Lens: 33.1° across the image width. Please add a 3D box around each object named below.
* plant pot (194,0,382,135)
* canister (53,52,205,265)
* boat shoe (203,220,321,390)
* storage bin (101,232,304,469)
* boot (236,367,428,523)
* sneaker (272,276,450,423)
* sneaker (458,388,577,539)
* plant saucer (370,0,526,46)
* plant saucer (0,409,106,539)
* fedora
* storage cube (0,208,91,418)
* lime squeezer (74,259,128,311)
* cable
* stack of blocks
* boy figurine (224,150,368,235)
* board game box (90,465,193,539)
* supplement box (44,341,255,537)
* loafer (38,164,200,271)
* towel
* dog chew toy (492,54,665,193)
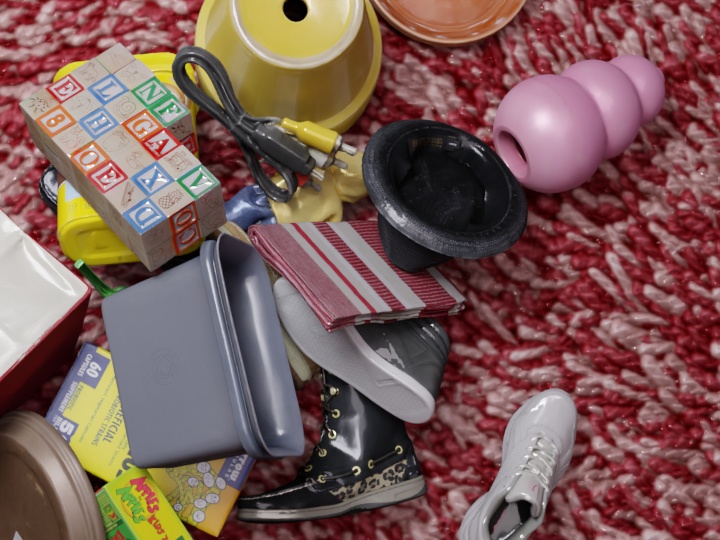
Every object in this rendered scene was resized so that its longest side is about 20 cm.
[{"bbox_3d":[-0.070,-0.238,1.220,0.198,0.189,0.203,1,83,-6],"label":"plant pot"},{"bbox_3d":[-0.227,-0.110,1.192,0.147,0.087,0.201,-7,55,-5],"label":"canister"},{"bbox_3d":[-0.089,0.023,1.222,0.076,0.071,0.201,-41,125,-24],"label":"boat shoe"},{"bbox_3d":[-0.144,0.086,1.102,0.133,0.145,0.202,-16,78,13],"label":"storage bin"},{"bbox_3d":[-0.037,0.170,1.224,0.202,0.073,0.155,-6,82,-22],"label":"boot"},{"bbox_3d":[0.006,0.056,1.204,0.199,0.071,0.099,39,45,-5],"label":"sneaker"},{"bbox_3d":[0.174,0.214,1.235,0.077,0.099,0.201,26,80,-3],"label":"sneaker"},{"bbox_3d":[0.094,-0.343,1.333,0.198,0.032,0.203,1,83,-7],"label":"plant saucer"},{"bbox_3d":[-0.302,0.229,1.126,0.029,0.199,0.202,-18,84,-43],"label":"plant saucer"},{"bbox_3d":[0.074,-0.062,1.233,0.199,0.092,0.202,16,43,-15],"label":"fedora"},{"bbox_3d":[-0.376,0.047,1.129,0.171,0.180,0.200,42,62,1],"label":"storage cube"},{"bbox_3d":[-0.229,0.051,1.213,0.038,0.071,0.200,-38,123,3],"label":"lime squeezer"},{"bbox_3d":[-0.104,-0.140,1.183,0.199,0.097,0.051,37,39,-12],"label":"cable"},{"bbox_3d":[-0.205,-0.106,1.102,0.115,0.059,0.200,-35,62,-20],"label":"stack of blocks"},{"bbox_3d":[-0.068,-0.077,1.259,0.199,0.064,0.125,-30,104,-11],"label":"boy figurine"},{"bbox_3d":[-0.237,0.263,1.136,0.047,0.200,0.102,-32,87,-44],"label":"board game box"},{"bbox_3d":[-0.204,0.166,1.192,0.199,0.110,0.110,27,80,-3],"label":"supplement box"},{"bbox_3d":[-0.239,-0.057,1.240,0.199,0.063,0.072,29,80,-2],"label":"loafer"},{"bbox_3d":[0.000,0.000,1.196,0.144,0.199,0.023,48,123,31],"label":"towel"},{"bbox_3d":[0.240,-0.166,1.286,0.199,0.125,0.125,-29,87,-17],"label":"dog chew toy"}]
